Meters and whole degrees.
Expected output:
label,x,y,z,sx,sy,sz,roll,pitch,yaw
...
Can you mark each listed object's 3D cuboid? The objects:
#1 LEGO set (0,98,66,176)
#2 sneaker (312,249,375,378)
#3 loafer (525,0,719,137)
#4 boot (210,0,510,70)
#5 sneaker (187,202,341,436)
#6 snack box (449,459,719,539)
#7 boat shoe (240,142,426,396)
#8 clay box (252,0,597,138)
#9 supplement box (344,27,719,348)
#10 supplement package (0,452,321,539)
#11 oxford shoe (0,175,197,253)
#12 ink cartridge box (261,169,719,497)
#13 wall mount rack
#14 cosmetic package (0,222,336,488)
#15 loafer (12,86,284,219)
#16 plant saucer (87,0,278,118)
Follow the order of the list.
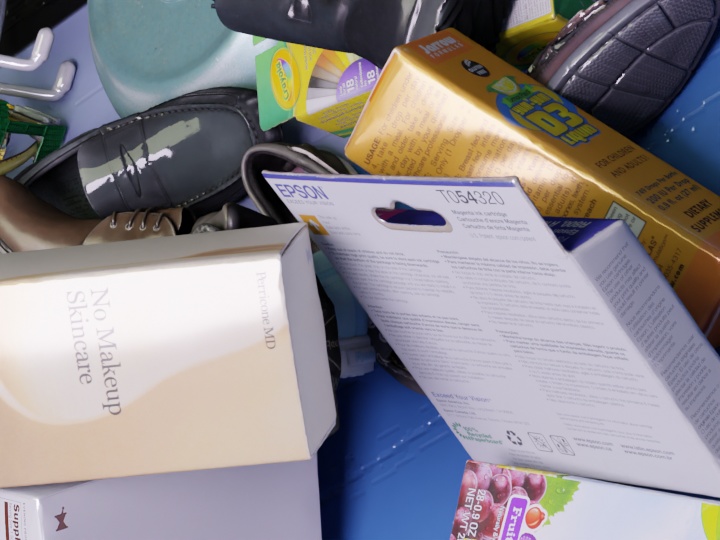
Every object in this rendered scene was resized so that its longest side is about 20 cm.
label,x,y,z,sx,sy,sz,roll,pitch,yaw
LEGO set,-0.267,-0.039,1.757,0.116,0.154,0.201,22,105,16
sneaker,-0.087,0.021,1.558,0.199,0.074,0.082,-4,88,18
loafer,0.098,-0.084,1.497,0.200,0.072,0.063,-52,45,22
boot,0.011,-0.199,1.532,0.168,0.076,0.201,24,101,36
sneaker,-0.105,0.019,1.487,0.199,0.076,0.115,5,94,14
snack box,0.123,0.186,1.393,0.200,0.068,0.169,6,81,42
boat shoe,0.000,0.000,1.568,0.067,0.057,0.200,-55,48,16
clay box,0.029,-0.148,1.588,0.200,0.048,0.115,-19,66,36
supplement box,0.095,-0.036,1.425,0.200,0.067,0.069,31,116,16
supplement package,-0.153,0.150,1.548,0.200,0.191,0.148,8,106,44
oxford shoe,-0.125,-0.009,1.637,0.200,0.073,0.085,28,108,11
ink cartridge box,0.073,0.017,1.388,0.043,0.200,0.196,-48,28,-24
wall mount rack,-0.190,-0.194,1.750,0.074,0.200,0.174,8,85,1
cosmetic package,-0.119,0.042,1.416,0.199,0.071,0.106,-7,102,12
loafer,-0.126,-0.052,1.682,0.200,0.070,0.068,-18,94,40
plant saucer,-0.094,-0.169,1.721,0.200,0.036,0.201,-15,68,39
